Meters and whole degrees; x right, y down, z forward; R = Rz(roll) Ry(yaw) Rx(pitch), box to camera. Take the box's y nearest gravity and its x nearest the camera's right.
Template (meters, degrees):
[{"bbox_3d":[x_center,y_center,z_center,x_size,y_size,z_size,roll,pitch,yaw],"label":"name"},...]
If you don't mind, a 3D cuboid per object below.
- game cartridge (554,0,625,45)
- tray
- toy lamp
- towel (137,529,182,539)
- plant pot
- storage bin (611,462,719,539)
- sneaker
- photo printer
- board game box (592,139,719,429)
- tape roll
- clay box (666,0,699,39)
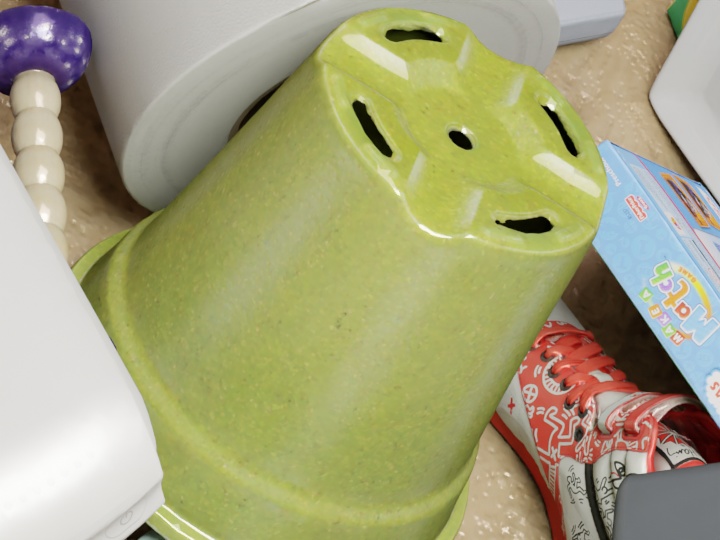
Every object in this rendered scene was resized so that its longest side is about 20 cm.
[{"bbox_3d":[0.048,-0.195,1.452,0.133,0.040,0.200,-13,67,-29],"label":"game cartridge"},{"bbox_3d":[0.211,-0.056,1.371,0.022,0.107,0.200,-4,46,-32],"label":"tray"},{"bbox_3d":[-0.129,-0.012,1.155,0.058,0.058,0.200,7,55,-24],"label":"toy lamp"},{"bbox_3d":[-0.075,0.217,1.118,0.200,0.048,0.171,49,51,8],"label":"towel"},{"bbox_3d":[0.000,0.000,1.180,0.200,0.184,0.201,21,39,-19],"label":"plant pot"},{"bbox_3d":[0.178,0.146,1.153,0.134,0.200,0.146,-3,48,15],"label":"storage bin"},{"bbox_3d":[0.111,0.063,1.272,0.067,0.108,0.202,-4,62,-29],"label":"sneaker"},{"bbox_3d":[-0.174,0.042,1.042,0.166,0.069,0.200,-21,58,-17],"label":"photo printer"},{"bbox_3d":[0.163,0.020,1.299,0.151,0.037,0.200,56,14,14],"label":"board game box"},{"bbox_3d":[-0.030,-0.128,1.263,0.202,0.203,0.139,-8,65,-31],"label":"tape roll"},{"bbox_3d":[0.217,-0.099,1.427,0.048,0.115,0.200,-3,62,-31],"label":"clay box"}]
